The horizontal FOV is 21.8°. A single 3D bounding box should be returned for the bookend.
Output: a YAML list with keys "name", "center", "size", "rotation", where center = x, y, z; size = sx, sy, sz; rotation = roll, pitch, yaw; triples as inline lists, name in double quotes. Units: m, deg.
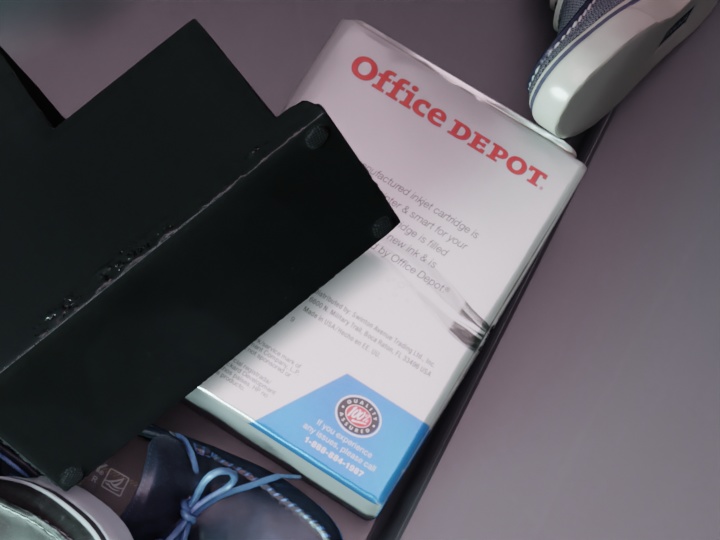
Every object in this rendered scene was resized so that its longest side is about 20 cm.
- name: "bookend"
  center: [-0.123, -0.042, 0.875]
  size: [0.198, 0.092, 0.200]
  rotation: [-39, 51, -1]

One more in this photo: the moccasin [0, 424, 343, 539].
- name: "moccasin"
  center: [-0.105, 0.114, 0.906]
  size: [0.199, 0.068, 0.081]
  rotation: [19, 83, 4]

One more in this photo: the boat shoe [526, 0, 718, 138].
- name: "boat shoe"
  center: [0.117, -0.142, 0.955]
  size: [0.093, 0.075, 0.200]
  rotation: [39, 41, 11]

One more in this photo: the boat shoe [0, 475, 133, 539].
- name: "boat shoe"
  center: [-0.201, 0.120, 0.867]
  size: [0.198, 0.068, 0.074]
  rotation: [18, 95, 22]

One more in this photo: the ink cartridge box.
- name: "ink cartridge box"
  center: [0.000, 0.000, 0.934]
  size: [0.145, 0.084, 0.201]
  rotation: [32, 77, 5]
